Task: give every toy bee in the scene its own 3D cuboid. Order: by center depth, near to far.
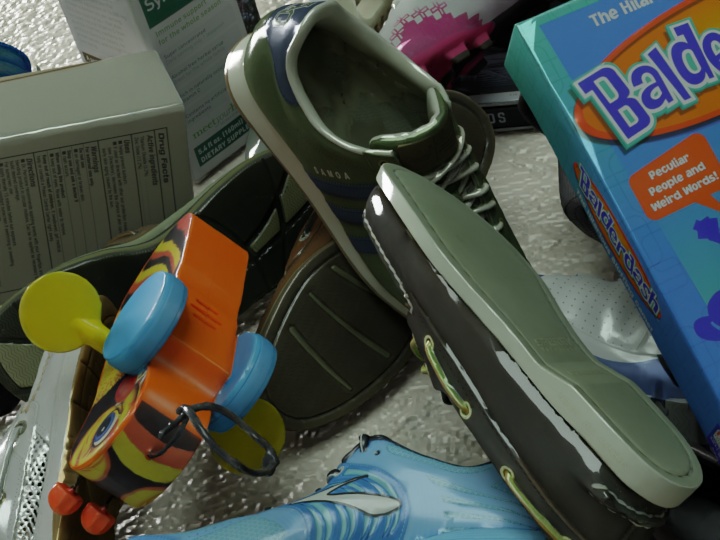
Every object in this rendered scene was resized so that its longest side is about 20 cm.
[{"bbox_3d":[-0.098,0.054,0.814,0.109,0.131,0.200,-47,0,17],"label":"toy bee"}]

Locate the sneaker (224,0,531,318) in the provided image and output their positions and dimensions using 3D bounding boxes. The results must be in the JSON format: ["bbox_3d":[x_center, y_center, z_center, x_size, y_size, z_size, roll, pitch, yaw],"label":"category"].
[{"bbox_3d":[0.021,-0.045,0.871,0.067,0.200,0.090,-44,4,-24],"label":"sneaker"}]

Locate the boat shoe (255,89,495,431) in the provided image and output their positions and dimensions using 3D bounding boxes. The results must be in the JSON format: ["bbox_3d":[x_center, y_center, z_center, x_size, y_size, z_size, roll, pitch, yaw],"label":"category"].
[{"bbox_3d":[0.000,0.000,0.943,0.200,0.072,0.068,-55,18,-24],"label":"boat shoe"}]

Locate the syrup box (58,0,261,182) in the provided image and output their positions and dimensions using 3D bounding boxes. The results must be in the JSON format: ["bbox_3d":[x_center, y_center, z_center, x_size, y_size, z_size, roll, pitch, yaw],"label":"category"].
[{"bbox_3d":[-0.117,-0.158,1.052,0.081,0.200,0.079,25,55,39],"label":"syrup box"}]

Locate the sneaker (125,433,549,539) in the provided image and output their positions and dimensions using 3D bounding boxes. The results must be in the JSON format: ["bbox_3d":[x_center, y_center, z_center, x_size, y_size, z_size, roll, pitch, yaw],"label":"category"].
[{"bbox_3d":[-0.005,0.117,0.791,0.200,0.078,0.090,-5,51,1],"label":"sneaker"}]

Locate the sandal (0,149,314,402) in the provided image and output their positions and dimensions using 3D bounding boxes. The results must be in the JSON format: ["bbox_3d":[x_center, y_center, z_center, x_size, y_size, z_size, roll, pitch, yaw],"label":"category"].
[{"bbox_3d":[-0.101,0.007,0.970,0.201,0.080,0.057,-32,16,-20],"label":"sandal"}]

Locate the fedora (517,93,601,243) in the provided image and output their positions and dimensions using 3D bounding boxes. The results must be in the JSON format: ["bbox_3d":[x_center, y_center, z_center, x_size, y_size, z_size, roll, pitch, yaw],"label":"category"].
[{"bbox_3d":[0.174,-0.054,0.889,0.200,0.177,0.091,2,73,5],"label":"fedora"}]

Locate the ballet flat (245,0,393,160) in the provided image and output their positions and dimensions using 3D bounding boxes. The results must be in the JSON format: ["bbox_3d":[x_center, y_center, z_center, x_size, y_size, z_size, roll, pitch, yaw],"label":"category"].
[{"bbox_3d":[-0.013,-0.129,1.050,0.067,0.064,0.200,11,48,29],"label":"ballet flat"}]

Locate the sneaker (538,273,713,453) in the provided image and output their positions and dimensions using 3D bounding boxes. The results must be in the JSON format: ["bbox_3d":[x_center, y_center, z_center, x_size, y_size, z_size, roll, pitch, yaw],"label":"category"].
[{"bbox_3d":[0.147,0.032,0.846,0.199,0.081,0.115,16,46,24],"label":"sneaker"}]

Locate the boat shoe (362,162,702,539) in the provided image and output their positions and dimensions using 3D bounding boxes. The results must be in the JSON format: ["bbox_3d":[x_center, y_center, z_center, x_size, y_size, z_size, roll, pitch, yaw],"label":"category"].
[{"bbox_3d":[0.055,0.036,0.772,0.061,0.072,0.201,-53,54,22],"label":"boat shoe"}]

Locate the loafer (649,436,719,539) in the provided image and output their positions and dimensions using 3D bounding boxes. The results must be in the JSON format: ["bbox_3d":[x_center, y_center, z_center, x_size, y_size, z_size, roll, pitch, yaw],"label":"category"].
[{"bbox_3d":[0.164,0.120,0.741,0.072,0.063,0.200,-39,45,-24],"label":"loafer"}]

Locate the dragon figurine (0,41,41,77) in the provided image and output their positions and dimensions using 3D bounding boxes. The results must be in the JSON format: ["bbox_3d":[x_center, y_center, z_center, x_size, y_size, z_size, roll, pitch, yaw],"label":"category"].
[{"bbox_3d":[-0.223,-0.096,1.069,0.059,0.200,0.100,-12,65,39],"label":"dragon figurine"}]

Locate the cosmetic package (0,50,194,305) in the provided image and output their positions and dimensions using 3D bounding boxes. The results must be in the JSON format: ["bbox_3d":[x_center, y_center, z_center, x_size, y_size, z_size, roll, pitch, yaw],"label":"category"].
[{"bbox_3d":[-0.192,-0.042,0.991,0.200,0.104,0.073,-12,35,-15],"label":"cosmetic package"}]

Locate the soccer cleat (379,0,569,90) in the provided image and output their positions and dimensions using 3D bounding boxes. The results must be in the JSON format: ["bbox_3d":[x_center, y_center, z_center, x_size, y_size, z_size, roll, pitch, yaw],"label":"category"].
[{"bbox_3d":[0.047,-0.152,1.034,0.086,0.070,0.200,47,57,8],"label":"soccer cleat"}]

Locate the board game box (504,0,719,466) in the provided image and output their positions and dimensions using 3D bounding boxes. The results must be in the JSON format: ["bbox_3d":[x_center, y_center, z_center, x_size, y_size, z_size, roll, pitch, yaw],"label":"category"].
[{"bbox_3d":[0.171,-0.039,0.766,0.152,0.045,0.200,-24,73,-9],"label":"board game box"}]

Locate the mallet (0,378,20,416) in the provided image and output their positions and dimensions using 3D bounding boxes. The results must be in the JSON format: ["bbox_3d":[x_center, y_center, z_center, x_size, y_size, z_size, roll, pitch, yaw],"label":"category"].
[{"bbox_3d":[-0.254,0.103,0.936,0.066,0.041,0.200,22,58,39],"label":"mallet"}]

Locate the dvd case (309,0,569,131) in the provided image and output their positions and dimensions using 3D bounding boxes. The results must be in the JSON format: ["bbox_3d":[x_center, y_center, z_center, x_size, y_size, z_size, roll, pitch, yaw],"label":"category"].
[{"bbox_3d":[0.058,-0.132,1.097,0.200,0.025,0.150,-3,42,15],"label":"dvd case"}]

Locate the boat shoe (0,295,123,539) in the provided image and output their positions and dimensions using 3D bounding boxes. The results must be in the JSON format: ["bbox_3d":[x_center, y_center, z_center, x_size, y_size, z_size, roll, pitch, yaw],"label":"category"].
[{"bbox_3d":[-0.148,0.098,0.864,0.069,0.071,0.200,-11,48,19],"label":"boat shoe"}]
